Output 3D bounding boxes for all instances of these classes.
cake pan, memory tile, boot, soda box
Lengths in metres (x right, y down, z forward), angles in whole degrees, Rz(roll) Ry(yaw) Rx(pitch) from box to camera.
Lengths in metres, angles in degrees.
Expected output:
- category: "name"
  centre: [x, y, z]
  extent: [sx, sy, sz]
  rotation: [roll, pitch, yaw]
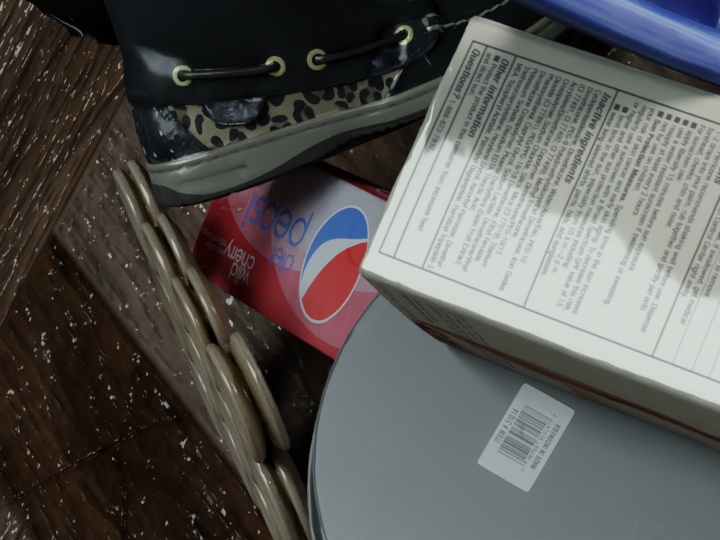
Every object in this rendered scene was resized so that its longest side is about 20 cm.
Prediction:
- category: "cake pan"
  centre: [0.068, 0.065, 1.052]
  extent: [0.199, 0.037, 0.202]
  rotation: [-7, 69, 19]
- category: "memory tile"
  centre: [-0.053, 0.050, 1.217]
  extent: [0.017, 0.154, 0.200]
  rotation: [-24, 34, -6]
- category: "boot"
  centre: [-0.017, -0.130, 1.187]
  extent: [0.202, 0.155, 0.073]
  rotation: [-24, 11, 0]
- category: "soda box"
  centre: [0.000, 0.000, 1.215]
  extent: [0.200, 0.063, 0.070]
  rotation: [28, 96, 61]

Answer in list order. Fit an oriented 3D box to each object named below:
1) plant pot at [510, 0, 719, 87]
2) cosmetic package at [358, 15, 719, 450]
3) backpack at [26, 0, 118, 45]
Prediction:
- category: "plant pot"
  centre: [0.071, -0.189, 1.006]
  extent: [0.201, 0.199, 0.180]
  rotation: [-69, 20, 3]
- category: "cosmetic package"
  centre: [0.114, 0.000, 0.985]
  extent: [0.199, 0.087, 0.104]
  rotation: [22, 82, 27]
- category: "backpack"
  centre: [-0.083, -0.173, 1.335]
  extent: [0.200, 0.177, 0.152]
  rotation: [-18, 56, 59]
